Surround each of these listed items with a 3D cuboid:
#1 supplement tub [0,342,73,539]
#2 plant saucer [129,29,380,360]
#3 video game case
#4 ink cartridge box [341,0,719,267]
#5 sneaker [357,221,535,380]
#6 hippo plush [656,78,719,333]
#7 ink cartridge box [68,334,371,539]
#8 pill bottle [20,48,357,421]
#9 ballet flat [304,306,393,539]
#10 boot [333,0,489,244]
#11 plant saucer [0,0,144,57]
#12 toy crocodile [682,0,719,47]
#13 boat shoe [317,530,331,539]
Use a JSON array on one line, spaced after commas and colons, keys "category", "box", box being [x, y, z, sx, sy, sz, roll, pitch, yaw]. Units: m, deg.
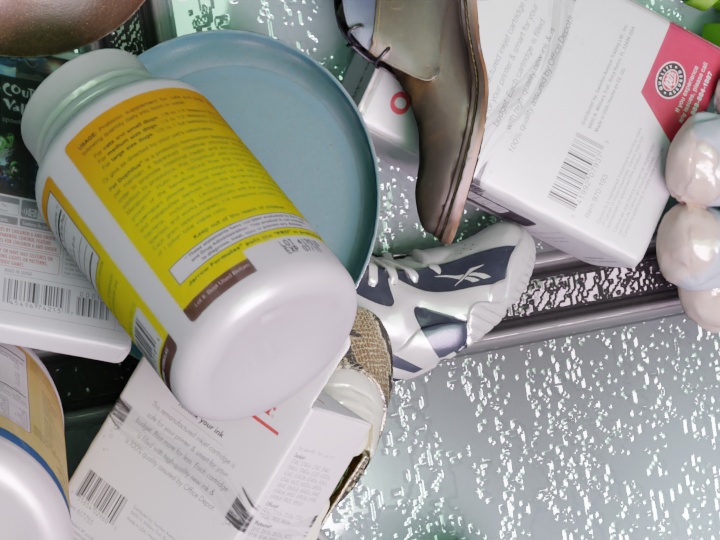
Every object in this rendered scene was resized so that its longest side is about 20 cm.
[{"category": "supplement tub", "box": [-0.229, 0.108, 1.368, 0.145, 0.200, 0.145, -4, 114, -8]}, {"category": "plant saucer", "box": [-0.080, -0.038, 1.471, 0.200, 0.027, 0.200, -2, 84, 19]}, {"category": "video game case", "box": [-0.217, -0.050, 1.392, 0.200, 0.023, 0.182, 11, 61, -18]}, {"category": "ink cartridge box", "box": [0.098, -0.109, 1.541, 0.200, 0.083, 0.145, 26, 84, -16]}, {"category": "sneaker", "box": [0.000, 0.000, 1.515, 0.199, 0.079, 0.130, -33, 109, -4]}, {"category": "hippo plush", "box": [0.284, -0.020, 1.520, 0.200, 0.161, 0.159, 39, 77, -47]}, {"category": "ink cartridge box", "box": [-0.077, 0.101, 1.395, 0.200, 0.116, 0.068, -59, 148, 6]}, {"category": "pill bottle", "box": [-0.096, -0.024, 1.335, 0.109, 0.109, 0.200, -31, 59, -14]}, {"category": "ballet flat", "box": [-0.029, 0.117, 1.442, 0.068, 0.075, 0.200, 30, 87, -18]}, {"category": "boot", "box": [0.024, -0.117, 1.447, 0.097, 0.075, 0.200, 6, 82, -4]}, {"category": "plant saucer", "box": [-0.197, -0.219, 1.438, 0.200, 0.037, 0.201, 8, 69, -21]}, {"category": "toy crocodile", "box": [0.258, -0.209, 1.600, 0.067, 0.062, 0.200, 24, 84, -17]}, {"category": "boat shoe", "box": [-0.036, 0.189, 1.517, 0.074, 0.065, 0.202, -35, 102, -13]}]
